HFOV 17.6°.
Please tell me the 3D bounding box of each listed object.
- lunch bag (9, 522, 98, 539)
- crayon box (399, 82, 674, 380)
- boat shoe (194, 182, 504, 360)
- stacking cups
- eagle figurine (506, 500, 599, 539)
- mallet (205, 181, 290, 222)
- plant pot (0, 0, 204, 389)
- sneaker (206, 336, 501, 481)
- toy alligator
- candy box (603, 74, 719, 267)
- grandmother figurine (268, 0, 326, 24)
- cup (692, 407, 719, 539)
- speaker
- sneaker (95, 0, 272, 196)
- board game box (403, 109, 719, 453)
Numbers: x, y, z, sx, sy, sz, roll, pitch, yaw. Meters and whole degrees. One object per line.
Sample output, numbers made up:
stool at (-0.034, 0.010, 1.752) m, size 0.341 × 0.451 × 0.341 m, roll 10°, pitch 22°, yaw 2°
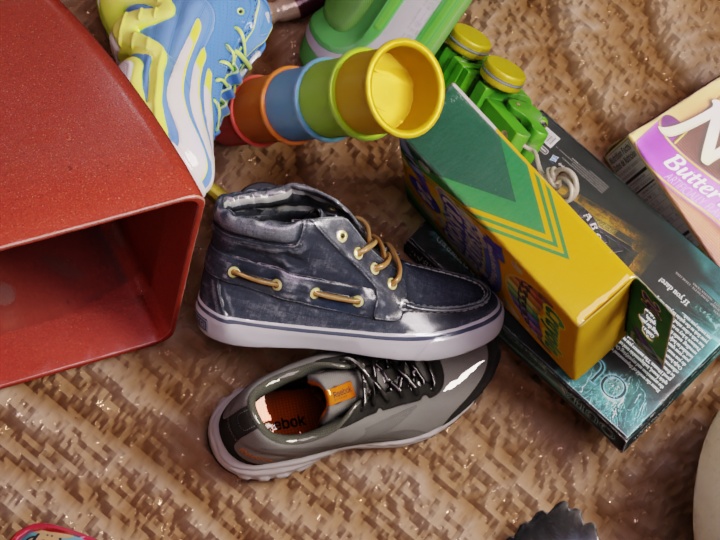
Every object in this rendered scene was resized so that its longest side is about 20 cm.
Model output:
lunch bag at (-0.144, 0.258, 1.387) m, size 0.199 × 0.082 × 0.177 m, roll 21°, pitch 72°, yaw -9°
crayon box at (0.107, -0.011, 1.451) m, size 0.052 × 0.126 × 0.200 m, roll -40°, pitch 74°, yaw -9°
boat shoe at (0.000, 0.000, 1.447) m, size 0.199 × 0.091 × 0.071 m, roll 1°, pitch 30°, yaw -15°
stacking cups at (-0.028, -0.109, 1.456) m, size 0.060 × 0.200 × 0.061 m, roll 0°, pitch 91°, yaw -34°
eagle figurine at (0.157, 0.265, 1.456) m, size 0.152 × 0.150 × 0.200 m, roll 59°, pitch 27°, yaw -35°
mallet at (-0.125, -0.077, 1.492) m, size 0.200 × 0.066 × 0.041 m, roll 38°, pitch 71°, yaw -1°
plant pot at (-0.224, -0.049, 1.403) m, size 0.199 × 0.200 × 0.177 m, roll -15°, pitch 67°, yaw -18°
sneaker at (0.003, 0.079, 1.476) m, size 0.199 × 0.079 × 0.074 m, roll -19°, pitch 79°, yaw -20°
toy alligator at (0.096, -0.104, 1.538) m, size 0.054 × 0.059 × 0.200 m, roll 2°, pitch 36°, yaw -45°
candy box at (0.271, -0.031, 1.586) m, size 0.116 × 0.056 × 0.200 m, roll -31°, pitch 86°, yaw -19°
grandmother figurine at (-0.045, -0.224, 1.561) m, size 0.199 × 0.061 × 0.122 m, roll 8°, pitch 105°, yaw -16°
cup at (0.326, 0.157, 1.461) m, size 0.200 × 0.143 × 0.201 m, roll 5°, pitch 82°, yaw -42°
speaker at (0.042, -0.199, 1.502) m, size 0.088 × 0.200 × 0.089 m, roll 29°, pitch 25°, yaw -15°
sneaker at (-0.100, -0.132, 1.455) m, size 0.105 × 0.076 × 0.200 m, roll -23°, pitch 51°, yaw 1°
board game box at (0.145, 0.005, 1.532) m, size 0.135 × 0.028 × 0.200 m, roll -43°, pitch 75°, yaw -16°
